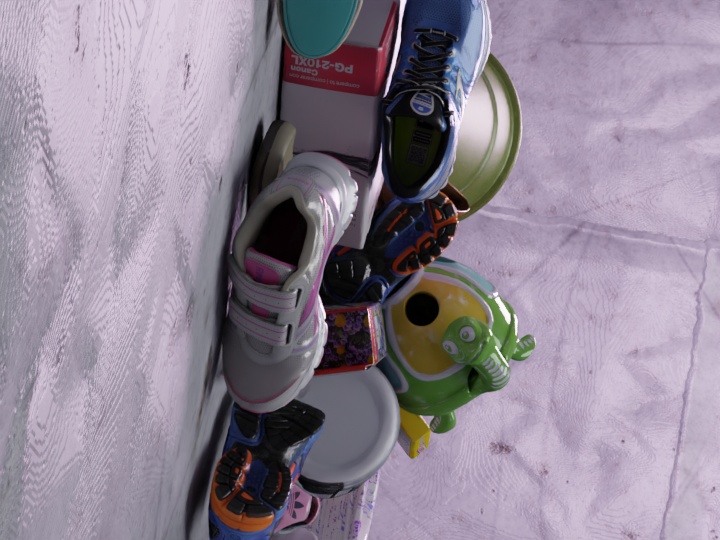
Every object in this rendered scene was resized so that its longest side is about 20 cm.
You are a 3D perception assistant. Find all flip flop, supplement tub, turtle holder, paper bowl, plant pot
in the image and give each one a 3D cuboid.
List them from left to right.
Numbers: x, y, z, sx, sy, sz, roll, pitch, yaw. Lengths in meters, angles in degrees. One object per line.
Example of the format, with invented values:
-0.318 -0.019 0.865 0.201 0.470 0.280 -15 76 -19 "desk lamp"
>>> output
-0.055 -0.038 1.645 0.201 0.057 0.081 95 6 -48 "flip flop"
-0.032 0.143 1.876 0.200 0.122 0.123 117 -16 -80 "supplement tub"
-0.035 0.217 2.193 0.201 0.104 0.202 10 90 -86 "paper bowl"
0.037 -0.148 1.965 0.190 0.199 0.201 14 86 -73 "plant pot"
0.065 0.061 1.848 0.132 0.141 0.186 50 19 -23 "turtle holder"

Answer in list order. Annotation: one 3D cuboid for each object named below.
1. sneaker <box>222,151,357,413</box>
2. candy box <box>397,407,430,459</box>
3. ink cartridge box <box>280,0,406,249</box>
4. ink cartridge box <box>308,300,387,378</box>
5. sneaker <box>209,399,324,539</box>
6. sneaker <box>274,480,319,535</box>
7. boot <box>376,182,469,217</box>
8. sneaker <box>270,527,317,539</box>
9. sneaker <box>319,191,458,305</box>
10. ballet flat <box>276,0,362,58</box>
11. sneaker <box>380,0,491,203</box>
-0.067 0.011 1.536 0.088 0.081 0.201 -14 117 -70 "sneaker"
0.000 0.088 1.980 0.026 0.200 0.102 -35 169 -6 "candy box"
-0.017 -0.142 1.738 0.145 0.084 0.201 -73 171 -53 "ink cartridge box"
-0.040 0.057 1.677 0.200 0.108 0.051 -13 96 -85 "ink cartridge box"
-0.084 0.160 1.637 0.200 0.075 0.079 -60 173 -60 "sneaker"
-0.075 0.204 1.776 0.200 0.081 0.071 53 47 -84 "sneaker"
0.036 -0.028 1.941 0.074 0.154 0.200 63 16 18 "boot"
-0.096 0.303 1.857 0.200 0.073 0.116 -35 137 -70 "sneaker"
0.000 0.000 1.819 0.076 0.199 0.078 55 2 -11 "sneaker"
-0.028 -0.253 1.513 0.070 0.069 0.201 -75 173 -52 "ballet flat"
0.060 -0.149 1.670 0.089 0.078 0.201 -64 163 -79 "sneaker"
